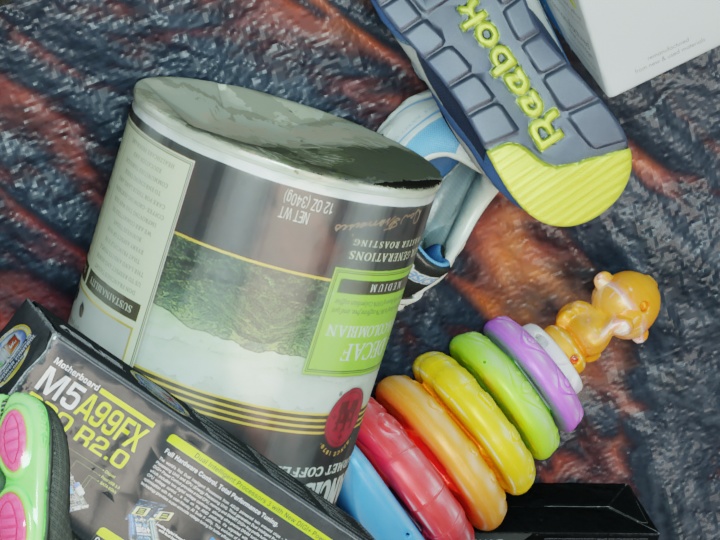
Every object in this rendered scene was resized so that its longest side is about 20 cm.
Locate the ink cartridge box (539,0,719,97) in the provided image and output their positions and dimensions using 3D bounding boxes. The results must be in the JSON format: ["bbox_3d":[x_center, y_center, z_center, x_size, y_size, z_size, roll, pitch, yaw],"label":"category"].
[{"bbox_3d":[0.092,-0.192,1.255,0.068,0.115,0.200,-25,128,-4],"label":"ink cartridge box"}]

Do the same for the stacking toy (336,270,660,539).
[{"bbox_3d":[0.070,0.065,1.447,0.200,0.110,0.116,-39,111,-8],"label":"stacking toy"}]

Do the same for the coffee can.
[{"bbox_3d":[-0.061,0.030,1.303,0.146,0.146,0.200,10,105,-27],"label":"coffee can"}]

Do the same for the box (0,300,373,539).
[{"bbox_3d":[-0.107,0.132,1.204,0.200,0.044,0.160,36,92,-30],"label":"box"}]

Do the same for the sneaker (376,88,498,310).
[{"bbox_3d":[0.000,0.000,1.381,0.072,0.073,0.200,25,113,-35],"label":"sneaker"}]

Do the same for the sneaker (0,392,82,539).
[{"bbox_3d":[-0.125,0.140,1.135,0.084,0.077,0.201,-26,117,-48],"label":"sneaker"}]

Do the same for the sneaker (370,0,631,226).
[{"bbox_3d":[0.050,-0.110,1.300,0.074,0.082,0.200,-27,92,-1],"label":"sneaker"}]

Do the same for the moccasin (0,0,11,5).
[{"bbox_3d":[-0.145,-0.169,1.212,0.201,0.078,0.074,-30,144,-4],"label":"moccasin"}]

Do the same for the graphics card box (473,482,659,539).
[{"bbox_3d":[0.074,0.207,1.567,0.125,0.051,0.200,2,123,-22],"label":"graphics card box"}]
